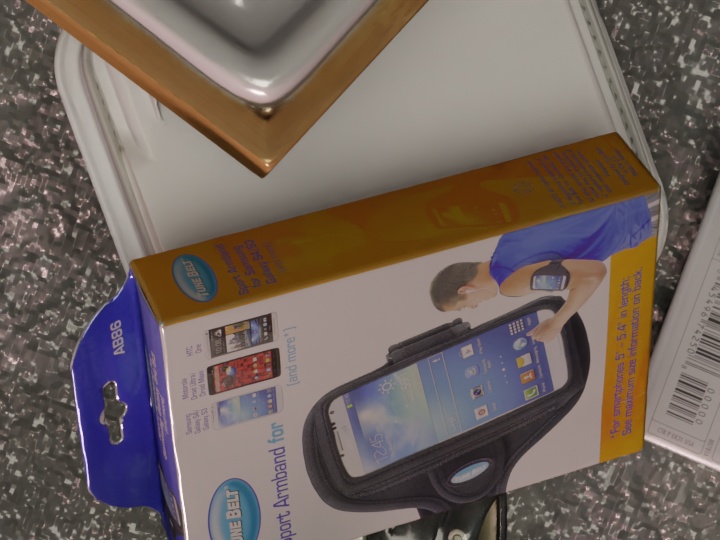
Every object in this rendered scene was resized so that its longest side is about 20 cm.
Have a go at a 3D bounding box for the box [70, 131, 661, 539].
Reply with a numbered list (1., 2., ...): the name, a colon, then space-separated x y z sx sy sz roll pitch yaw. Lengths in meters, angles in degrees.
1. box: 0.004 0.034 0.716 0.198 0.042 0.120 -17 131 -17

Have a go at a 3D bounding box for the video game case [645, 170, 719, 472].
1. video game case: 0.212 0.005 0.773 0.181 0.023 0.202 23 112 13

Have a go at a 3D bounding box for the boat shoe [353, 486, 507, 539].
1. boat shoe: 0.028 0.162 0.808 0.060 0.076 0.202 7 122 22

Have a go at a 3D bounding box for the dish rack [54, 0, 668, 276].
1. dish rack: 0.006 -0.047 0.754 0.198 0.044 0.173 -21 93 -10

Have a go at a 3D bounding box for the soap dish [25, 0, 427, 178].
1. soap dish: -0.054 -0.136 0.700 0.199 0.081 0.158 37 70 15
